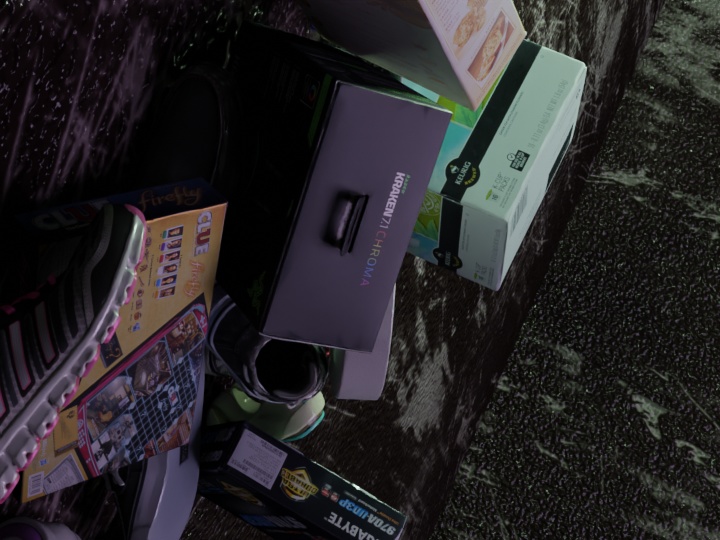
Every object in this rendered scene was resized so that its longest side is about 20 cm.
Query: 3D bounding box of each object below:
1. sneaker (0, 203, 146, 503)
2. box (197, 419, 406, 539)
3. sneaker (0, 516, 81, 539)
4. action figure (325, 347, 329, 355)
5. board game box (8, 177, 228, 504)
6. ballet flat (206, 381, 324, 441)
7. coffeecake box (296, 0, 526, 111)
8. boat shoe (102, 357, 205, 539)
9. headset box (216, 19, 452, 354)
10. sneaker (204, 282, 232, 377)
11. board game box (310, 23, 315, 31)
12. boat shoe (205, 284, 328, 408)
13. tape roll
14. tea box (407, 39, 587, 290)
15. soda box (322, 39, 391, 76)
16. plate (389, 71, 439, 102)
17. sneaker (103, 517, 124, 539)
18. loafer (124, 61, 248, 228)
[{"bbox_3d":[-0.192,0.040,0.714,0.202,0.087,0.074,-58,-168,-7],"label":"sneaker"},{"bbox_3d":[-0.070,0.187,1.089,0.046,0.158,0.200,-62,-165,-19],"label":"box"},{"bbox_3d":[-0.242,0.270,0.901,0.203,0.074,0.100,-67,164,-3],"label":"sneaker"},{"bbox_3d":[-0.054,0.063,1.230,0.202,0.097,0.066,90,7,-50],"label":"action figure"},{"bbox_3d":[-0.162,0.046,0.839,0.134,0.035,0.202,-15,131,-38],"label":"board game box"},{"bbox_3d":[-0.100,0.129,1.178,0.199,0.069,0.070,-30,-159,51],"label":"ballet flat"},{"bbox_3d":[0.011,-0.211,0.871,0.074,0.152,0.200,-55,151,-8],"label":"coffeecake box"},{"bbox_3d":[-0.167,0.141,0.995,0.074,0.067,0.202,-42,145,-56],"label":"boat shoe"},{"bbox_3d":[-0.036,-0.060,0.906,0.092,0.200,0.177,11,107,-29],"label":"headset box"},{"bbox_3d":[-0.095,0.051,1.090,0.078,0.084,0.201,-62,165,-18],"label":"sneaker"},{"bbox_3d":[0.004,-0.297,1.021,0.136,0.044,0.201,-61,164,-27],"label":"board game box"},{"bbox_3d":[-0.064,0.075,1.000,0.072,0.071,0.200,-49,154,1],"label":"boat shoe"},{"bbox_3d":[0.000,0.000,1.033,0.203,0.036,0.207,-178,-90,-85],"label":"tape roll"},{"bbox_3d":[0.092,-0.126,1.280,0.202,0.194,0.134,-61,165,-25],"label":"tea box"},{"bbox_3d":[-0.032,-0.102,1.136,0.203,0.063,0.071,-66,165,-4],"label":"soda box"},{"bbox_3d":[0.056,-0.224,1.137,0.200,0.025,0.204,14,90,-77],"label":"plate"},{"bbox_3d":[-0.179,0.259,1.053,0.200,0.103,0.061,-37,146,-63],"label":"sneaker"},{"bbox_3d":[-0.128,-0.041,0.875,0.072,0.072,0.203,-27,136,-61],"label":"loafer"}]
